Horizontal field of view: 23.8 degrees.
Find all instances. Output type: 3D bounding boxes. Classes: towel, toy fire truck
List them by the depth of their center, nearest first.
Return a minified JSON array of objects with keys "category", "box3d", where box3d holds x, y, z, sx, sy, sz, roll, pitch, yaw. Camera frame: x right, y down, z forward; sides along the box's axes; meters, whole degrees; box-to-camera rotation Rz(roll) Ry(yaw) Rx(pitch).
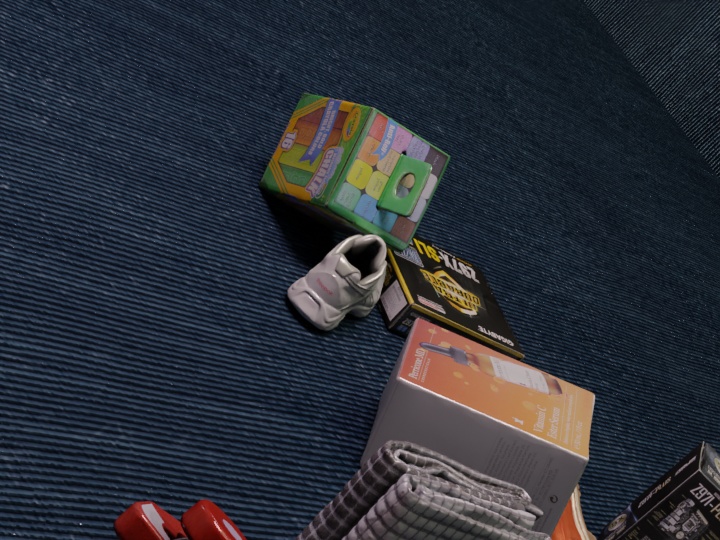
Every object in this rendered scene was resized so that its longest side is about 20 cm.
[{"category":"toy fire truck","box3d":[-0.101,0.253,1.234,0.200,0.112,0.168,49,-2,9]},{"category":"towel","box3d":[0.045,0.234,1.421,0.200,0.166,0.086,24,24,-42]}]

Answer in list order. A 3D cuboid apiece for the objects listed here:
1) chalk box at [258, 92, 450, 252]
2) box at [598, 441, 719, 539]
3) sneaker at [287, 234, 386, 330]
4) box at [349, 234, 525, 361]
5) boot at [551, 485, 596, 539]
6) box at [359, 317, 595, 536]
[{"category":"chalk box","box3d":[0.003,-0.106,1.886,0.124,0.125,0.200,30,-6,-33]},{"category":"box","box3d":[0.384,0.319,1.864,0.200,0.164,0.086,44,22,0]},{"category":"sneaker","box3d":[0.000,0.000,1.834,0.078,0.099,0.200,45,22,1]},{"category":"box","box3d":[0.090,0.031,2.010,0.200,0.049,0.160,26,27,-39]},{"category":"boot","box3d":[0.174,0.244,1.756,0.107,0.075,0.200,20,33,-37]},{"category":"box","box3d":[0.117,0.155,1.680,0.199,0.107,0.152,23,24,0]}]
